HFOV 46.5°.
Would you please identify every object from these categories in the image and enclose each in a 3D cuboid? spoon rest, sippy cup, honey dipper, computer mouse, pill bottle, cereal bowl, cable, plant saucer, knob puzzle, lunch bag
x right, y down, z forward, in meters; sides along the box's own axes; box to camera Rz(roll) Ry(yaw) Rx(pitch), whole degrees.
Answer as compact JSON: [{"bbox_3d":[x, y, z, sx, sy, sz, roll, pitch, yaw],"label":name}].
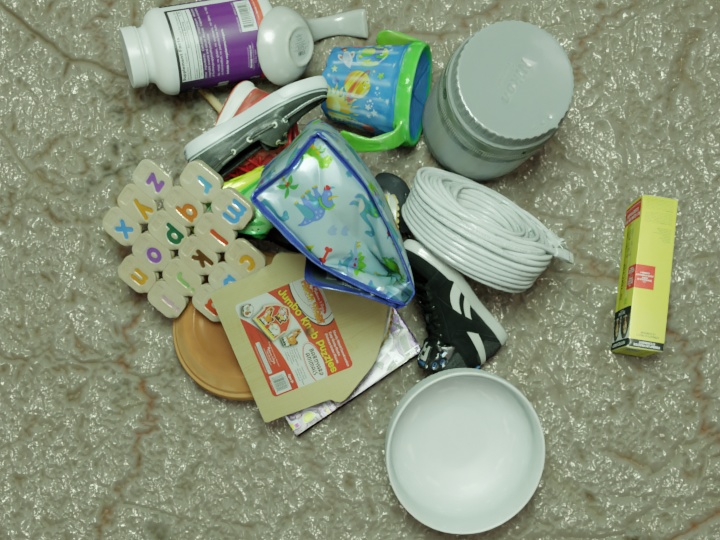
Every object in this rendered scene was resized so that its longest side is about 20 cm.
[{"bbox_3d":[-0.071,-0.312,1.127,0.060,0.199,0.100,13,121,37],"label":"spoon rest"},{"bbox_3d":[0.019,-0.242,1.121,0.129,0.178,0.141,10,113,13],"label":"sippy cup"},{"bbox_3d":[-0.186,-0.217,1.160,0.038,0.038,0.200,-39,79,-7],"label":"honey dipper"},{"bbox_3d":[0.074,-0.046,1.115,0.058,0.034,0.201,-20,78,-44],"label":"computer mouse"},{"bbox_3d":[-0.213,-0.300,1.116,0.198,0.112,0.113,-15,79,-17],"label":"pill bottle"},{"bbox_3d":[0.125,0.215,1.040,0.198,0.083,0.202,0,97,-2],"label":"cereal bowl"},{"bbox_3d":[0.147,-0.054,1.055,0.200,0.199,0.070,50,121,39],"label":"cable"},{"bbox_3d":[-0.151,0.065,1.088,0.198,0.038,0.202,-2,70,5],"label":"plant saucer"},{"bbox_3d":[-0.059,0.068,1.028,0.217,0.030,0.222,0,100,-1],"label":"knob puzzle"},{"bbox_3d":[-0.020,-0.056,0.934,0.127,0.170,0.200,-43,104,10],"label":"lunch bag"}]

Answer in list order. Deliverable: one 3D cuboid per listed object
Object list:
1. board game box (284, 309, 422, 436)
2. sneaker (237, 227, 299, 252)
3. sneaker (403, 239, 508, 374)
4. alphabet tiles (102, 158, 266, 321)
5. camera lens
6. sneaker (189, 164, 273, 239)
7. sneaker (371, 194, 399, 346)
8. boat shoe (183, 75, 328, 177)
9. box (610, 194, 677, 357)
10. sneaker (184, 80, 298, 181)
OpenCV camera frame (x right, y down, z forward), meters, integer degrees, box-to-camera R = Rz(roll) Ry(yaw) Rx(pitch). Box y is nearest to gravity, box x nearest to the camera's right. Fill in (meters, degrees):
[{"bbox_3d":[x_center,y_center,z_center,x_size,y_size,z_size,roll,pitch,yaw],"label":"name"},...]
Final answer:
[{"bbox_3d":[-0.032,0.112,1.102,0.199,0.032,0.120,-34,77,-6],"label":"board game box"},{"bbox_3d":[-0.080,-0.055,1.111,0.198,0.076,0.092,-8,83,0],"label":"sneaker"},{"bbox_3d":[0.095,0.064,1.050,0.200,0.073,0.112,46,78,-23],"label":"sneaker"},{"bbox_3d":[-0.217,-0.035,1.033,0.195,0.015,0.200,40,115,-3],"label":"alphabet tiles"},{"bbox_3d":[0.169,-0.210,1.068,0.158,0.200,0.162,1,83,-6],"label":"camera lens"},{"bbox_3d":[-0.120,-0.086,1.048,0.198,0.074,0.084,-20,101,9],"label":"sneaker"},{"bbox_3d":[0.000,0.000,1.067,0.089,0.075,0.202,3,81,-3],"label":"sneaker"},{"bbox_3d":[-0.122,-0.172,1.038,0.199,0.069,0.057,-29,88,1],"label":"boat shoe"},{"bbox_3d":[0.371,0.008,1.096,0.050,0.075,0.202,10,80,2],"label":"box"},{"bbox_3d":[-0.149,-0.137,1.088,0.115,0.078,0.201,26,93,14],"label":"sneaker"}]
